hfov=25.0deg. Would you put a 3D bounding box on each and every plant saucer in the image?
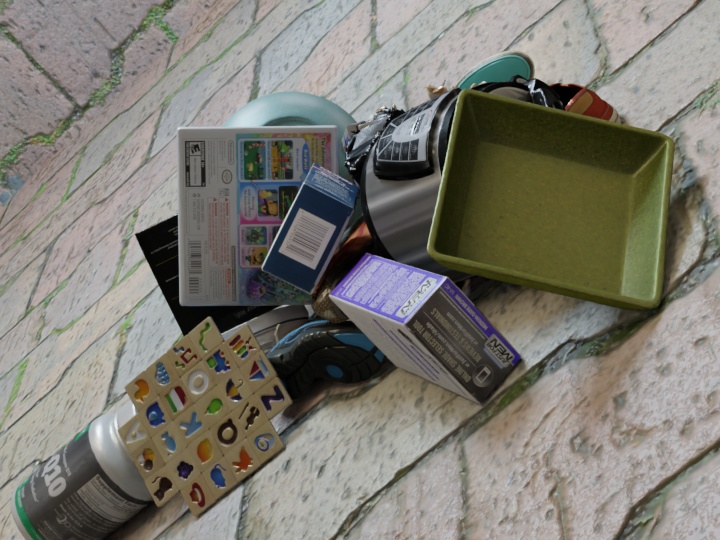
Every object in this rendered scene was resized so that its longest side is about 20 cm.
[{"bbox_3d":[-0.081,-0.126,1.918,0.201,0.201,0.039,-52,-9,-16],"label":"plant saucer"},{"bbox_3d":[0.165,-0.052,1.407,0.048,0.199,0.201,101,-178,-52],"label":"plant saucer"}]

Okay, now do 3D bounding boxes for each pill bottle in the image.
[{"bbox_3d":[-0.294,0.236,1.851,0.200,0.113,0.113,-40,21,16],"label":"pill bottle"}]

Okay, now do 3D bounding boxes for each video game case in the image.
[{"bbox_3d":[-0.114,-0.061,1.820,0.181,0.202,0.024,-1,4,-1],"label":"video game case"}]

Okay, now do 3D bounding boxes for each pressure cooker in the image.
[{"bbox_3d":[0.119,-0.089,1.562,0.178,0.177,0.199,-18,-1,-40],"label":"pressure cooker"}]

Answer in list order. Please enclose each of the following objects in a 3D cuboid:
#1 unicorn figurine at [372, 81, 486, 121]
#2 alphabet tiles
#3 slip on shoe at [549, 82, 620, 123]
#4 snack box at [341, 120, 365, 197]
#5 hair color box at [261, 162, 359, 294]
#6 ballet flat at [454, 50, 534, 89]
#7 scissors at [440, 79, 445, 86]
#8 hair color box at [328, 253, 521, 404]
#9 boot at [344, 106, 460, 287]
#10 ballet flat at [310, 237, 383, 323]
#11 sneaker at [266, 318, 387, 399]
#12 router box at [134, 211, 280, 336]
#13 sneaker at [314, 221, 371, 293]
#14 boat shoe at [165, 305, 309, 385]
[{"bbox_3d":[0.069,-0.130,1.841,0.199,0.138,0.074,-17,22,28],"label":"unicorn figurine"},{"bbox_3d":[-0.169,0.156,1.731,0.200,0.167,0.006,-39,-19,18],"label":"alphabet tiles"},{"bbox_3d":[0.207,-0.171,1.706,0.074,0.061,0.200,-48,19,-2],"label":"slip on shoe"},{"bbox_3d":[0.001,-0.122,1.808,0.024,0.072,0.200,-16,1,-2],"label":"snack box"},{"bbox_3d":[-0.049,-0.047,1.690,0.100,0.060,0.200,-63,3,9],"label":"hair color box"},{"bbox_3d":[0.127,-0.187,1.905,0.200,0.069,0.070,-40,21,19],"label":"ballet flat"},{"bbox_3d":[0.076,-0.180,1.939,0.073,0.014,0.200,-39,-6,-5],"label":"scissors"},{"bbox_3d":[0.056,0.050,1.512,0.065,0.109,0.200,-47,20,-8],"label":"hair color box"},{"bbox_3d":[0.044,-0.062,1.669,0.073,0.163,0.199,-20,33,39],"label":"boot"},{"bbox_3d":[0.004,0.007,1.685,0.046,0.068,0.200,-17,12,33],"label":"ballet flat"},{"bbox_3d":[-0.035,0.075,1.702,0.199,0.073,0.082,-17,29,49],"label":"sneaker"},{"bbox_3d":[-0.138,-0.019,1.864,0.199,0.150,0.051,-25,3,5],"label":"router box"},{"bbox_3d":[0.000,0.000,1.776,0.077,0.073,0.200,-33,7,37],"label":"sneaker"},{"bbox_3d":[-0.122,0.105,1.825,0.201,0.086,0.074,-25,-5,-45],"label":"boat shoe"}]
